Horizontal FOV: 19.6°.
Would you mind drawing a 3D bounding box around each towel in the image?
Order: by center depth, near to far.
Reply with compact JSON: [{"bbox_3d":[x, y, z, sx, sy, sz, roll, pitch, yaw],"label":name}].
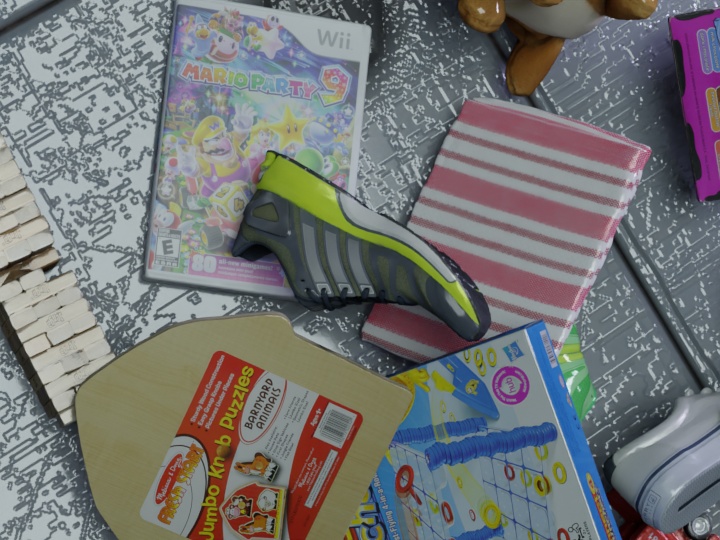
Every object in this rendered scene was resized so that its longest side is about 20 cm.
[{"bbox_3d":[0.102,-0.017,1.448,0.145,0.030,0.201,19,77,28],"label":"towel"}]

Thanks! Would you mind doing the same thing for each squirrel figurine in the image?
[{"bbox_3d":[0.103,-0.257,1.452,0.186,0.141,0.201,29,58,-28],"label":"squirrel figurine"}]

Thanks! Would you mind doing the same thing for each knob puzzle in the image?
[{"bbox_3d":[-0.092,0.115,1.365,0.218,0.030,0.222,-1,104,-3],"label":"knob puzzle"}]

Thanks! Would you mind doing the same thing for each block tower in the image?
[{"bbox_3d":[-0.222,0.005,1.383,0.054,0.058,0.201,-27,88,-17],"label":"block tower"}]

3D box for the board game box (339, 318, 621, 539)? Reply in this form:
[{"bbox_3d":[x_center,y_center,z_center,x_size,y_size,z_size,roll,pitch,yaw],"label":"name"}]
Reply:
[{"bbox_3d":[0.061,0.159,1.386,0.195,0.056,0.201,-21,88,18],"label":"board game box"}]

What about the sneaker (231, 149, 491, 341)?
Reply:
[{"bbox_3d":[0.000,0.000,1.396,0.199,0.074,0.081,32,91,25],"label":"sneaker"}]

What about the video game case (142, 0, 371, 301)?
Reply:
[{"bbox_3d":[-0.071,-0.084,1.454,0.142,0.018,0.202,8,80,-14],"label":"video game case"}]

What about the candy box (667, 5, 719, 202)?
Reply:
[{"bbox_3d":[0.329,-0.134,1.497,0.198,0.061,0.138,-9,97,10],"label":"candy box"}]

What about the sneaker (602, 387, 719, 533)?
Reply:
[{"bbox_3d":[0.253,0.107,1.452,0.199,0.073,0.071,-25,50,-32],"label":"sneaker"}]

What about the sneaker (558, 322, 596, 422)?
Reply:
[{"bbox_3d":[0.123,0.063,1.469,0.083,0.074,0.202,35,59,-48],"label":"sneaker"}]

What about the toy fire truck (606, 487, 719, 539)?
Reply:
[{"bbox_3d":[0.188,0.219,1.468,0.200,0.049,0.141,46,74,-6],"label":"toy fire truck"}]
